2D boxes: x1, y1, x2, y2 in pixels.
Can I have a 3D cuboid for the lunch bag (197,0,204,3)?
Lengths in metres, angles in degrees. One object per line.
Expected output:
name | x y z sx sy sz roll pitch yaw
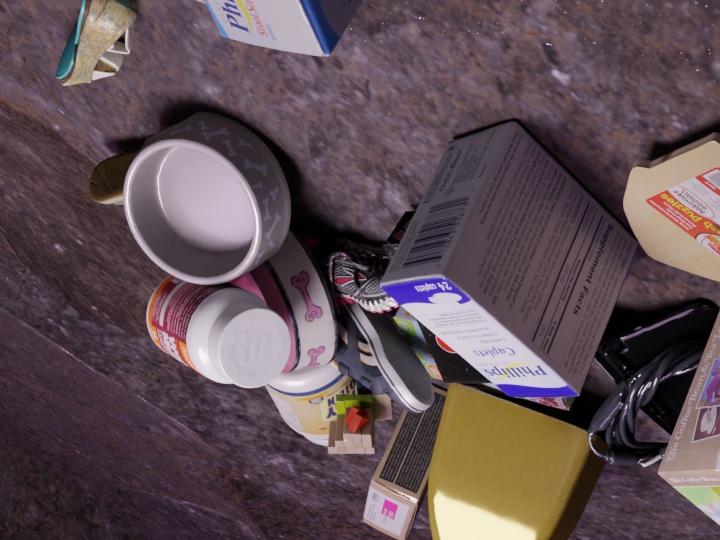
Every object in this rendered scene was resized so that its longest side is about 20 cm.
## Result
lunch bag | -0.165 -0.319 1.235 0.198 0.078 0.161 25 154 7

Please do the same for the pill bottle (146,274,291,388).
pill bottle | -0.164 0.068 1.668 0.109 0.110 0.200 42 169 -29

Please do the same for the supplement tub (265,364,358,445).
supplement tub | -0.056 0.135 1.922 0.143 0.145 0.201 16 153 24

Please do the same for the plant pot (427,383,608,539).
plant pot | 0.186 0.276 1.821 0.193 0.202 0.195 19 174 19

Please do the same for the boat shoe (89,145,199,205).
boat shoe | -0.238 -0.115 1.728 0.199 0.074 0.065 -4 167 37

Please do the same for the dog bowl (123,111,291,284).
dog bowl | -0.179 -0.075 1.626 0.198 0.059 0.202 10 118 20

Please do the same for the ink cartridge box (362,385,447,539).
ink cartridge box | 0.071 0.268 2.026 0.075 0.166 0.200 24 155 7

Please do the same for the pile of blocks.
pile of blocks | 0.014 0.144 1.818 0.081 0.200 0.063 15 134 23

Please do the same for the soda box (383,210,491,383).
soda box | 0.098 0.030 1.591 0.070 0.063 0.201 -1 127 34

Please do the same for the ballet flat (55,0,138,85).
ballet flat | -0.276 -0.239 1.525 0.070 0.071 0.200 32 155 -9

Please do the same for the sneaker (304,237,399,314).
sneaker | 0.000 0.000 1.684 0.199 0.081 0.075 -4 128 44

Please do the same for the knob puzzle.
knob puzzle | 0.326 -0.048 1.311 0.218 0.031 0.220 22 155 11

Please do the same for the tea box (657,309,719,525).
tea box | 0.426 0.160 1.409 0.196 0.201 0.133 37 154 -21

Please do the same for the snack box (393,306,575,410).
snack box | 0.154 0.093 1.735 0.198 0.053 0.143 12 150 33

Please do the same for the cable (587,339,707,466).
cable | 0.345 0.149 1.533 0.162 0.051 0.201 18 129 -16

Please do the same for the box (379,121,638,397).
box | 0.147 -0.005 1.393 0.200 0.185 0.105 40 151 -25

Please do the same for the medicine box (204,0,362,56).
medicine box | -0.046 -0.289 1.019 0.102 0.201 0.183 14 153 27

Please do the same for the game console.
game console | 0.340 0.095 1.591 0.200 0.116 0.176 45 180 -33

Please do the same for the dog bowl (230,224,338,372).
dog bowl | -0.109 0.035 1.748 0.200 0.073 0.201 47 150 38

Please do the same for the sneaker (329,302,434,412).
sneaker | 0.016 0.109 1.760 0.078 0.079 0.201 17 -148 -48
